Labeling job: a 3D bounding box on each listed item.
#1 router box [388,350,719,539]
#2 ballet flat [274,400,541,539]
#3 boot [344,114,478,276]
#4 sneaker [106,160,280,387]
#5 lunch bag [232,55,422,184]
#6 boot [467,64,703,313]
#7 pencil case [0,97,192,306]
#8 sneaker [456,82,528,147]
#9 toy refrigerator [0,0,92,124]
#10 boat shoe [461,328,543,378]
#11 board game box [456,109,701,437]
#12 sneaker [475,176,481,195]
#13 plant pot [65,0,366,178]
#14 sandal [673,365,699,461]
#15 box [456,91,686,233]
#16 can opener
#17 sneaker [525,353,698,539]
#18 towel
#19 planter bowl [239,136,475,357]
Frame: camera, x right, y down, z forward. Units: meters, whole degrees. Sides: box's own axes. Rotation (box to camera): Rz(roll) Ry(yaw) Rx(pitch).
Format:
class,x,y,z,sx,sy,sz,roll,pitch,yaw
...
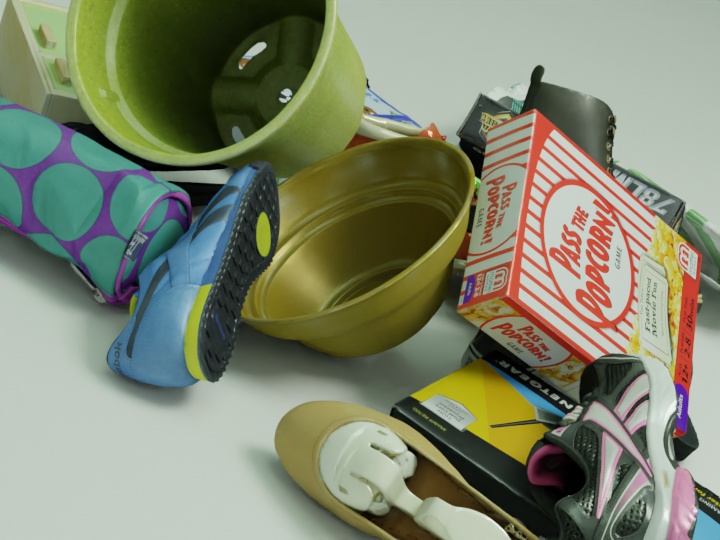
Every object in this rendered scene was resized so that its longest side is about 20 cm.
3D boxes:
class,x,y,z,sx,sy,sz,roll,pitch,yaw
router box,0.124,0.138,1.001,0.199,0.051,0.149,33,26,20
ballet flat,0.034,0.129,0.909,0.199,0.069,0.063,31,-14,16
boot,0.068,-0.058,1.276,0.198,0.108,0.075,18,13,4
sneaker,-0.107,-0.005,1.034,0.078,0.066,0.201,-1,40,19
lunch bag,-0.038,-0.123,1.394,0.160,0.076,0.199,40,30,30
boot,0.194,-0.058,1.226,0.199,0.139,0.077,22,0,-17
pencil case,-0.216,-0.053,1.068,0.199,0.093,0.085,27,-11,12
sneaker,0.163,-0.136,1.603,0.091,0.078,0.200,33,27,14
toy refrigerator,-0.240,-0.152,1.279,0.075,0.070,0.200,10,27,-26
boat shoe,0.142,0.036,1.221,0.070,0.064,0.200,29,23,15
board game box,0.156,0.008,1.101,0.199,0.046,0.153,35,52,-33
sneaker,0.126,-0.029,1.359,0.199,0.077,0.084,26,5,2
plant pot,-0.082,-0.152,1.157,0.200,0.201,0.184,32,1,22
sandal,0.230,0.071,1.225,0.075,0.048,0.201,35,22,-22
box,0.186,-0.068,1.401,0.199,0.050,0.199,29,-3,11
can opener,-0.165,-0.071,1.193,0.078,0.064,0.199,6,-1,38
sneaker,0.139,0.105,0.932,0.086,0.081,0.200,10,22,-3
towel,0.314,-0.021,1.467,0.200,0.023,0.153,43,-1,37
planter bowl,0.000,0.000,1.099,0.199,0.084,0.201,-19,31,12
